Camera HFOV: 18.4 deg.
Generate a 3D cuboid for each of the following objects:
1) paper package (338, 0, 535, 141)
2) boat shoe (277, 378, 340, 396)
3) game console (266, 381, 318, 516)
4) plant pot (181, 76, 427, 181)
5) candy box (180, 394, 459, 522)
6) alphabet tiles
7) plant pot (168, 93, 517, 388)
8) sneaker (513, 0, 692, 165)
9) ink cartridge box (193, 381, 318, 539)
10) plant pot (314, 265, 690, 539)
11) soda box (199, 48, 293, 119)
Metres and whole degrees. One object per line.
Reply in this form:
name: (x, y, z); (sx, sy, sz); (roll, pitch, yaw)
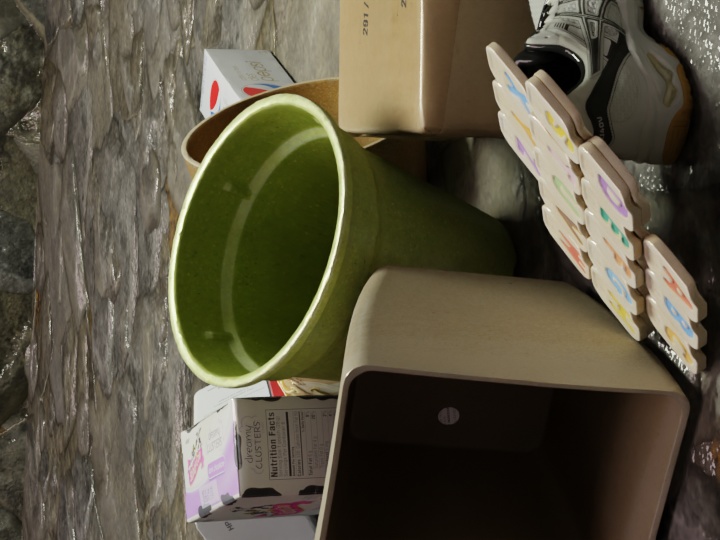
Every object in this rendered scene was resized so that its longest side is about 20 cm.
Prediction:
paper package: (0.059, -0.188, 1.507); (0.191, 0.103, 0.201); (-169, 80, -71)
boat shoe: (-0.028, 0.070, 1.623); (0.069, 0.199, 0.074); (-53, 39, 30)
game console: (-0.032, 0.138, 1.802); (0.177, 0.031, 0.200); (62, -172, -48)
plant pot: (-0.023, -0.024, 1.703); (0.186, 0.186, 0.201); (-130, 24, -64)
candy box: (-0.014, 0.134, 1.592); (0.168, 0.199, 0.072); (144, 123, -70)
alphabet tiles: (0.129, -0.032, 1.240); (0.196, 0.015, 0.200); (53, 173, 23)
plant pot: (0.000, 0.000, 1.515); (0.200, 0.184, 0.201); (-26, 57, 47)
sneaker: (0.125, -0.133, 1.321); (0.200, 0.087, 0.076); (-115, 28, -55)
ink cartridge box: (-0.069, 0.185, 1.806); (0.145, 0.084, 0.200); (60, -169, -24)
plant pot: (0.070, 0.103, 1.363); (0.177, 0.199, 0.201); (-98, 15, -60)
soda box: (-0.096, -0.147, 2.066); (0.200, 0.068, 0.064); (-124, 37, -61)
